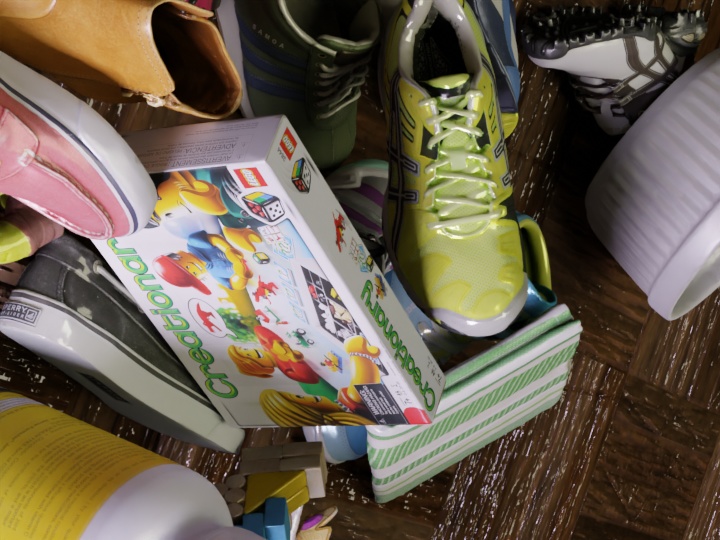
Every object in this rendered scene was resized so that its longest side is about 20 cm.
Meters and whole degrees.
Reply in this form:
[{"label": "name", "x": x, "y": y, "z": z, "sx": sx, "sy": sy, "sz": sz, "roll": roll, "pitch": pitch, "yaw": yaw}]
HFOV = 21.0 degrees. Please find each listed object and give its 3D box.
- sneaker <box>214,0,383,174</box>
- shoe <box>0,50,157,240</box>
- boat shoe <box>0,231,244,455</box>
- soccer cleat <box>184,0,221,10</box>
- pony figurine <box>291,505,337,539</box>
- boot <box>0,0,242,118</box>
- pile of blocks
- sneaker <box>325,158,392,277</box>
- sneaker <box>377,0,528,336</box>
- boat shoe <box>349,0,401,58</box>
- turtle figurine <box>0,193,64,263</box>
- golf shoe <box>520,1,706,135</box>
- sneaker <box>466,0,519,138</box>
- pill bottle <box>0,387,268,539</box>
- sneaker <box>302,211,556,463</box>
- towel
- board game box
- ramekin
[{"label": "sneaker", "x": -0.026, "y": -0.126, "z": 1.085, "sx": 0.067, "sy": 0.090, "sz": 0.200, "roll": -45, "pitch": 136, "yaw": -28}, {"label": "shoe", "x": -0.187, "y": -0.056, "z": 0.858, "sx": 0.200, "sy": 0.071, "sz": 0.091, "roll": 40, "pitch": 59, "yaw": -23}, {"label": "boat shoe", "x": -0.115, "y": 0.044, "z": 1.057, "sx": 0.200, "sy": 0.071, "sz": 0.064, "roll": 45, "pitch": 64, "yaw": -53}, {"label": "soccer cleat", "x": -0.122, "y": -0.173, "z": 0.970, "sx": 0.200, "sy": 0.086, "sz": 0.070, "roll": 77, "pitch": 38, "yaw": -69}, {"label": "pony figurine", "x": -0.081, "y": 0.244, "z": 1.138, "sx": 0.200, "sy": 0.167, "sz": 0.193, "roll": -23, "pitch": 112, "yaw": -27}, {"label": "boot", "x": -0.148, "y": -0.133, "z": 0.880, "sx": 0.201, "sy": 0.144, "sz": 0.071, "roll": 35, "pitch": 75, "yaw": -52}, {"label": "pile of blocks", "x": -0.088, "y": 0.168, "z": 1.054, "sx": 0.200, "sy": 0.082, "sz": 0.062, "roll": -29, "pitch": 131, "yaw": -27}, {"label": "sneaker", "x": 0.000, "y": 0.000, "z": 1.101, "sx": 0.200, "sy": 0.140, "sz": 0.078, "roll": -5, "pitch": 124, "yaw": -37}, {"label": "sneaker", "x": 0.042, "y": -0.061, "z": 1.033, "sx": 0.076, "sy": 0.075, "sz": 0.200, "roll": 85, "pitch": -7, "yaw": -69}, {"label": "boat shoe", "x": 0.008, "y": -0.188, "z": 1.118, "sx": 0.067, "sy": 0.057, "sz": 0.200, "roll": -24, "pitch": 101, "yaw": -4}, {"label": "turtle figurine", "x": -0.212, "y": -0.009, "z": 0.914, "sx": 0.161, "sy": 0.064, "sz": 0.200, "roll": -45, "pitch": 136, "yaw": -32}, {"label": "golf shoe", "x": 0.179, "y": -0.138, "z": 1.361, "sx": 0.200, "sy": 0.078, "sz": 0.095, "roll": -8, "pitch": 111, "yaw": -50}, {"label": "sneaker", "x": 0.052, "y": -0.177, "z": 1.185, "sx": 0.082, "sy": 0.074, "sz": 0.200, "roll": -62, "pitch": 143, "yaw": -64}, {"label": "pill bottle", "x": -0.134, "y": 0.137, "z": 0.957, "sx": 0.112, "sy": 0.200, "sz": 0.112, "roll": -31, "pitch": 130, "yaw": -45}, {"label": "sneaker", "x": 0.048, "y": 0.040, "z": 1.217, "sx": 0.080, "sy": 0.131, "sz": 0.200, "roll": 27, "pitch": 84, "yaw": -54}, {"label": "towel", "x": 0.070, "y": 0.087, "z": 1.237, "sx": 0.152, "sy": 0.023, "sz": 0.200, "roll": -30, "pitch": 165, "yaw": -6}, {"label": "board game box", "x": -0.053, "y": 0.007, "z": 0.981, "sx": 0.200, "sy": 0.126, "sz": 0.035, "roll": 58, "pitch": 40, "yaw": -39}, {"label": "ramekin", "x": 0.254, "y": -0.070, "z": 1.406, "sx": 0.200, "sy": 0.105, "sz": 0.200, "roll": -42, "pitch": 165, "yaw": -14}]
